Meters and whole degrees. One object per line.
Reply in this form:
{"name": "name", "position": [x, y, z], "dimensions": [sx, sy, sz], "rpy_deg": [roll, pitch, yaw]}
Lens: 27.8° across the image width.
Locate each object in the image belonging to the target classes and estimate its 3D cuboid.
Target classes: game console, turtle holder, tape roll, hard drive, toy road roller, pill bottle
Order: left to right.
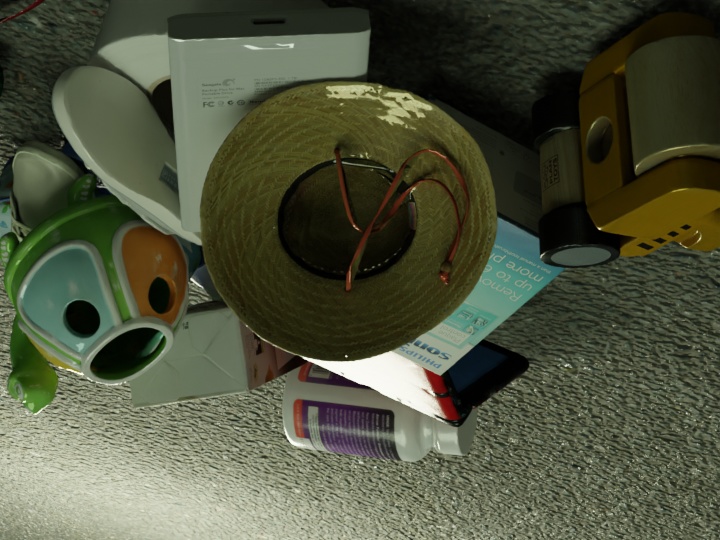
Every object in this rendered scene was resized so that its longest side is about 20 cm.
{"name": "turtle holder", "position": [-0.226, 0.027, 1.183], "dimensions": [0.185, 0.132, 0.141], "rpy_deg": [-27, 149, -3]}
{"name": "tape roll", "position": [-0.100, -0.144, 1.087], "dimensions": [0.201, 0.071, 0.203], "rpy_deg": [11, 155, 5]}
{"name": "hard drive", "position": [-0.064, -0.100, 1.014], "dimensions": [0.131, 0.026, 0.200], "rpy_deg": [-3, 145, -6]}
{"name": "pill bottle", "position": [0.024, 0.151, 1.607], "dimensions": [0.199, 0.112, 0.112], "rpy_deg": [5, 154, 20]}
{"name": "game console", "position": [0.034, 0.050, 1.346], "dimensions": [0.199, 0.119, 0.173], "rpy_deg": [21, 154, 32]}
{"name": "toy road roller", "position": [0.216, -0.078, 1.007], "dimensions": [0.145, 0.124, 0.200], "rpy_deg": [7, 160, -24]}

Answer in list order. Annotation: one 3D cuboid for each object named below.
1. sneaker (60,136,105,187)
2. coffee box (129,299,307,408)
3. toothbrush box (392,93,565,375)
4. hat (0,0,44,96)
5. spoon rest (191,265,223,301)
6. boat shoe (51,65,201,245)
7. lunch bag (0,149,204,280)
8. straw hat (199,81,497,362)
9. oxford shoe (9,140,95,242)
{"name": "sneaker", "position": [-0.147, -0.094, 1.207], "dimensions": [0.199, 0.078, 0.070], "rpy_deg": [18, 160, -6]}
{"name": "coffee box", "position": [-0.132, 0.070, 1.371], "dimensions": [0.114, 0.080, 0.200], "rpy_deg": [-9, -178, 15]}
{"name": "toothbrush box", "position": [0.058, -0.022, 1.139], "dimensions": [0.146, 0.086, 0.200], "rpy_deg": [27, 140, -17]}
{"name": "hat", "position": [-0.314, -0.180, 1.192], "dimensions": [0.200, 0.176, 0.166], "rpy_deg": [44, 178, 35]}
{"name": "spoon rest", "position": [-0.129, -0.012, 1.373], "dimensions": [0.060, 0.100, 0.200], "rpy_deg": [19, 166, -15]}
{"name": "boat shoe", "position": [-0.173, -0.084, 1.095], "dimensions": [0.068, 0.072, 0.200], "rpy_deg": [4, 159, 36]}
{"name": "lunch bag", "position": [-0.248, -0.034, 1.345], "dimensions": [0.199, 0.083, 0.161], "rpy_deg": [-7, 128, 38]}
{"name": "straw hat", "position": [-0.009, -0.036, 1.010], "dimensions": [0.200, 0.202, 0.085], "rpy_deg": [15, -176, -3]}
{"name": "oxford shoe", "position": [-0.268, -0.036, 1.234], "dimensions": [0.075, 0.058, 0.200], "rpy_deg": [27, 147, 4]}
